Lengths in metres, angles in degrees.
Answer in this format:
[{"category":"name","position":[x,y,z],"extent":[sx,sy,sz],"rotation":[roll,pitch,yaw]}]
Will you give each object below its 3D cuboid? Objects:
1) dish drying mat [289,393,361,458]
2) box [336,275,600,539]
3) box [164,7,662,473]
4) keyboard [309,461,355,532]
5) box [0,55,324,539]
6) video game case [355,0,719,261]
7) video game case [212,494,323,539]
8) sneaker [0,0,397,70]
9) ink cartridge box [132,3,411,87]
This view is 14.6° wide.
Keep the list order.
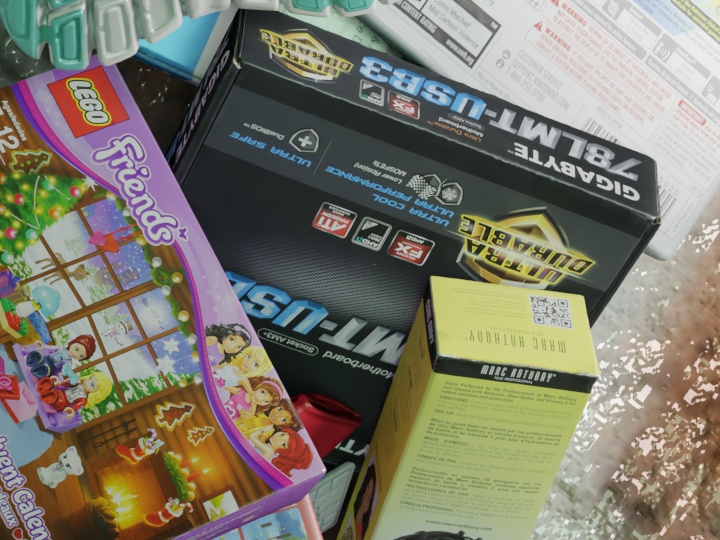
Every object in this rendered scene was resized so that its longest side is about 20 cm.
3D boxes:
[{"category":"dish drying mat","position":[-0.088,0.121,1.236],"extent":[0.200,0.077,0.018],"rotation":[-41,72,8]},{"category":"box","position":[0.041,0.093,1.246],"extent":[0.075,0.050,0.201],"rotation":[7,133,-11]},{"category":"box","position":[0.000,0.000,1.231],"extent":[0.199,0.050,0.199],"rotation":[20,128,-14]},{"category":"keyboard","position":[-0.085,0.144,1.250],"extent":[0.199,0.056,0.011],"rotation":[-29,71,-28]},{"category":"box","position":[-0.120,0.024,1.124],"extent":[0.136,0.039,0.201],"rotation":[-22,76,-26]},{"category":"video game case","position":[0.113,-0.133,1.224],"extent":[0.200,0.022,0.183],"rotation":[37,85,-24]},{"category":"video game case","position":[-0.077,0.146,1.137],"extent":[0.142,0.017,0.201],"rotation":[-14,74,-14]},{"category":"sneaker","position":[-0.054,-0.148,1.148],"extent":[0.199,0.091,0.078],"rotation":[-10,131,-8]},{"category":"ink cartridge box","position":[-0.005,-0.131,1.249],"extent":[0.199,0.086,0.147],"rotation":[24,90,-17]}]
